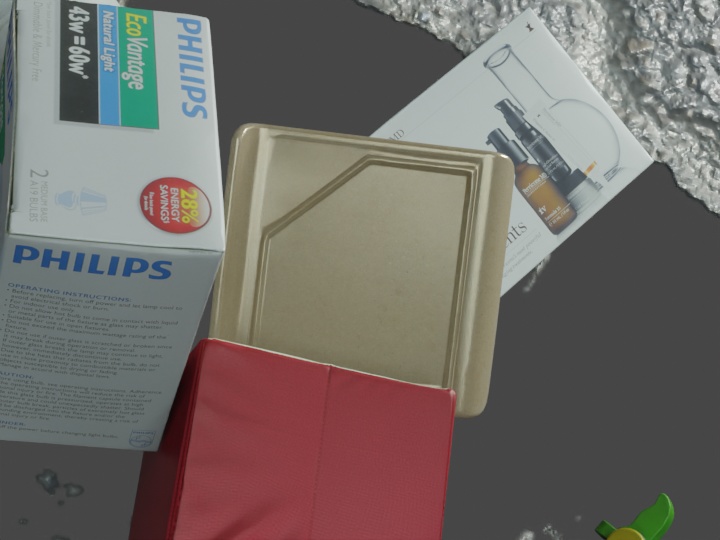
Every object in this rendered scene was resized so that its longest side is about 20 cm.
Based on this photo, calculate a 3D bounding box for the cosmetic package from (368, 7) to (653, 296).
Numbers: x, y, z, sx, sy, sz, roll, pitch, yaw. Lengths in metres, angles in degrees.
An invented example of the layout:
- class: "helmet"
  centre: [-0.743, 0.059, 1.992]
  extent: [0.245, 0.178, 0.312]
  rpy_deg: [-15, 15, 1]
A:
- class: "cosmetic package"
  centre: [0.096, -0.075, 1.224]
  extent: [0.200, 0.052, 0.151]
  rpy_deg: [-40, 90, -19]

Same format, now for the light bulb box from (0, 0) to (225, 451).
- class: "light bulb box"
  centre: [-0.167, -0.027, 1.021]
  extent: [0.124, 0.200, 0.199]
  rpy_deg: [5, 49, -16]

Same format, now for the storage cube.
- class: "storage cube"
  centre: [-0.051, 0.162, 1.057]
  extent: [0.170, 0.200, 0.181]
  rpy_deg: [12, 70, -13]

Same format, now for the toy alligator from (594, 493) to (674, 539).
- class: "toy alligator"
  centre: [0.168, 0.247, 1.181]
  extent: [0.054, 0.059, 0.201]
  rpy_deg: [14, 72, 30]

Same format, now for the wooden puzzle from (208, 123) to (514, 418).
- class: "wooden puzzle"
  centre: [0.000, 0.000, 1.157]
  extent: [0.199, 0.037, 0.186]
  rpy_deg: [7, 92, -4]

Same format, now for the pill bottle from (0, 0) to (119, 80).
- class: "pill bottle"
  centre: [-0.257, -0.228, 1.114]
  extent: [0.113, 0.113, 0.200]
  rpy_deg: [-36, 90, -20]
